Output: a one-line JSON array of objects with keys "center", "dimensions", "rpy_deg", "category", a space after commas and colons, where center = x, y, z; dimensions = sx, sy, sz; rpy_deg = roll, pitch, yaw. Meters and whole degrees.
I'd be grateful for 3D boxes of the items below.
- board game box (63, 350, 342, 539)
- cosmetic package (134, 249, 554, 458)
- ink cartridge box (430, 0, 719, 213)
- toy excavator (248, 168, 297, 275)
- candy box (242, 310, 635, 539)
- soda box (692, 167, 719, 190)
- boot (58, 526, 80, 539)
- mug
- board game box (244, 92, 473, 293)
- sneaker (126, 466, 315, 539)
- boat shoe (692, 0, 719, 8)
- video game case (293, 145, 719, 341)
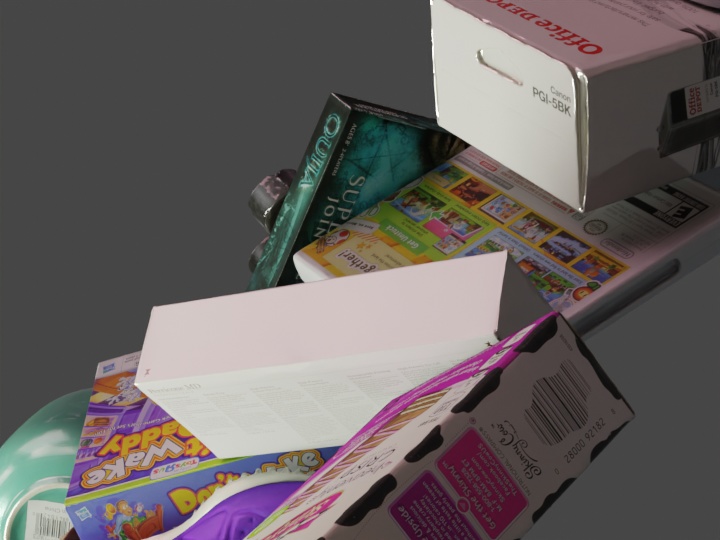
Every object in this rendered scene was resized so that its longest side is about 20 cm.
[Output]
[{"center": [-0.054, 0.080, 1.084], "dimensions": [0.199, 0.045, 0.135], "rpy_deg": [-16, 30, 11], "category": "board game box"}, {"center": [-0.003, 0.043, 0.957], "dimensions": [0.199, 0.083, 0.051], "rpy_deg": [-9, 56, 29], "category": "cosmetic package"}, {"center": [0.158, -0.118, 1.091], "dimensions": [0.199, 0.083, 0.147], "rpy_deg": [-18, 32, -25], "category": "ink cartridge box"}, {"center": [0.021, -0.011, 1.537], "dimensions": [0.199, 0.100, 0.195], "rpy_deg": [-25, -36, -24], "category": "toy excavator"}, {"center": [0.006, 0.111, 0.821], "dimensions": [0.200, 0.061, 0.136], "rpy_deg": [-41, 5, -38], "category": "candy box"}, {"center": [0.122, -0.029, 1.170], "dimensions": [0.199, 0.068, 0.063], "rpy_deg": [-35, 34, -3], "category": "soda box"}, {"center": [-0.200, 0.253, 1.133], "dimensions": [0.155, 0.073, 0.200], "rpy_deg": [-54, 5, 45], "category": "boot"}, {"center": [-0.196, 0.176, 1.344], "dimensions": [0.185, 0.152, 0.114], "rpy_deg": [-38, 6, 13], "category": "mug"}, {"center": [0.000, 0.000, 1.186], "dimensions": [0.135, 0.028, 0.201], "rpy_deg": [9, -68, -40], "category": "board game box"}, {"center": [-0.087, 0.174, 0.991], "dimensions": [0.199, 0.070, 0.100], "rpy_deg": [-24, 32, 18], "category": "sneaker"}, {"center": [0.150, -0.200, 1.082], "dimensions": [0.073, 0.069, 0.199], "rpy_deg": [-20, 32, -28], "category": "boat shoe"}, {"center": [0.082, -0.014, 1.076], "dimensions": [0.181, 0.023, 0.200], "rpy_deg": [-32, 32, -15], "category": "video game case"}]
